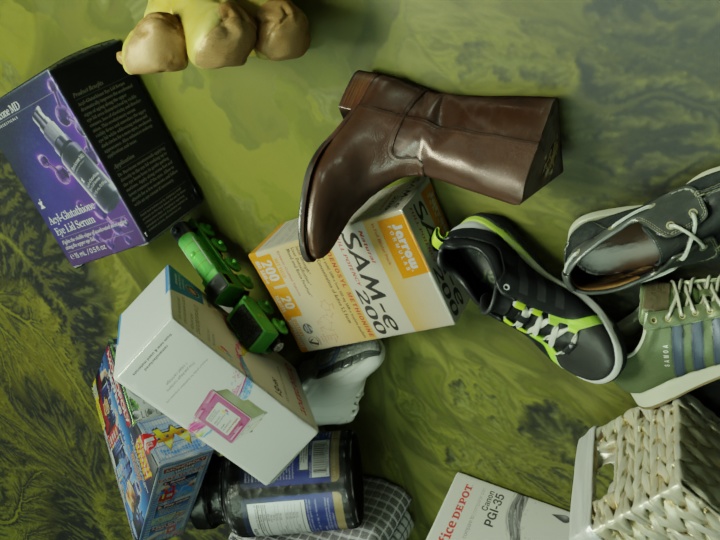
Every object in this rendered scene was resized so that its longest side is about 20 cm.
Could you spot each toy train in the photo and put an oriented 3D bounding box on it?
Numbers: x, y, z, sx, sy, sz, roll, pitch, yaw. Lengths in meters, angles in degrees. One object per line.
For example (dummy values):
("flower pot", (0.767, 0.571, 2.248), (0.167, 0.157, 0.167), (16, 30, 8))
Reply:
("toy train", (-0.148, 0.013, 0.819), (0.042, 0.056, 0.200), (-49, 61, 13))

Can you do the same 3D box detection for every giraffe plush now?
("giraffe plush", (-0.139, -0.264, 0.641), (0.199, 0.170, 0.165), (30, 130, 57))

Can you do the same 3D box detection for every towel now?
("towel", (-0.051, 0.329, 0.943), (0.196, 0.166, 0.087), (3, 119, 27))

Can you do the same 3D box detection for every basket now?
("basket", (0.303, 0.222, 0.671), (0.199, 0.136, 0.124), (36, 129, -5))

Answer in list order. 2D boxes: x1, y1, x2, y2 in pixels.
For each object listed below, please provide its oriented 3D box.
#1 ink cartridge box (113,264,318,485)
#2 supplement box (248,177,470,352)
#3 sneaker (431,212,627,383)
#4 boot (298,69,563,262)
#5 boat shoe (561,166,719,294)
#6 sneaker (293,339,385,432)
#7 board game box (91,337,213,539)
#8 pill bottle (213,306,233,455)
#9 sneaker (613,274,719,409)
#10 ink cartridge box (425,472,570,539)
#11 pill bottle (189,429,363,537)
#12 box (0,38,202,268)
("ink cartridge box", (-0.147, 0.106, 0.778), (0.085, 0.145, 0.200), (-44, 116, 4))
("supplement box", (0.000, 0.000, 0.758), (0.197, 0.074, 0.127), (-15, 112, 36))
("sneaker", (0.138, 0.033, 0.663), (0.200, 0.082, 0.072), (44, 136, 21))
("boot", (0.059, -0.073, 0.626), (0.197, 0.190, 0.064), (16, 171, 20))
("boat shoe", (0.254, -0.028, 0.596), (0.198, 0.068, 0.073), (-20, 107, 36))
("sneaker", (-0.025, 0.129, 0.871), (0.087, 0.075, 0.200), (37, 139, -12))
("board game box", (-0.226, 0.179, 0.816), (0.200, 0.061, 0.203), (-46, 62, 52))
("pill bottle", (-0.207, 0.143, 0.929), (0.110, 0.112, 0.203), (19, 117, 18))
("sneaker", (0.272, 0.040, 0.625), (0.089, 0.067, 0.200), (38, 135, -4))
("ink cartridge box", (0.170, 0.328, 0.821), (0.197, 0.147, 0.084), (14, 125, 22))
("pill bottle", (-0.098, 0.253, 0.890), (0.196, 0.113, 0.114), (-6, 120, 5))
("box", (-0.295, -0.124, 0.832), (0.146, 0.104, 0.202), (-13, 113, 36))
